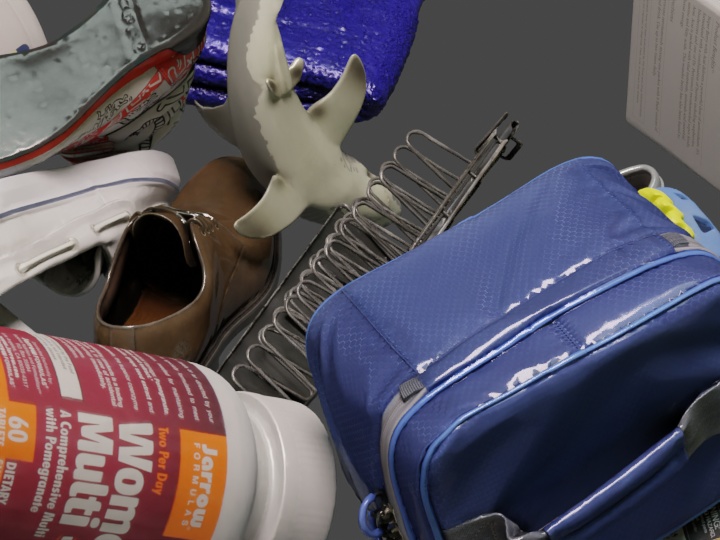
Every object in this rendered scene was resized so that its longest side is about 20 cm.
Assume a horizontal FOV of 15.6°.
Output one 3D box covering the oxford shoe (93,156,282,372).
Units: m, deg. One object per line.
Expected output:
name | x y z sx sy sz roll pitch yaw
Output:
oxford shoe | -0.087 -0.007 1.373 0.073 0.085 0.200 4 38 12

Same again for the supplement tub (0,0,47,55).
supplement tub | -0.280 -0.085 1.422 0.145 0.145 0.200 25 47 27

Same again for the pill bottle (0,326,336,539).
pill bottle | -0.116 0.088 1.148 0.200 0.110 0.110 12 30 -35

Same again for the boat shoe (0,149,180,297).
boat shoe | -0.156 -0.017 1.383 0.074 0.065 0.200 -24 -4 33

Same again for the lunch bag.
lunch bag | 0.079 0.060 1.150 0.200 0.136 0.132 -31 40 -14

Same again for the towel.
towel | -0.035 -0.169 1.587 0.147 0.050 0.200 7 41 11

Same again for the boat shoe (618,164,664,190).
boat shoe | 0.077 0.011 1.359 0.202 0.065 0.074 -26 46 -21

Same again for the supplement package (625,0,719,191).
supplement package | 0.257 -0.101 1.446 0.120 0.121 0.200 -25 46 -26

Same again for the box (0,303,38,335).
box | -0.167 0.085 1.293 0.082 0.049 0.200 -30 48 -30

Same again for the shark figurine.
shark figurine | -0.055 -0.104 1.395 0.128 0.215 0.089 -30 29 -36

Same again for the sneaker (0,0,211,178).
sneaker | -0.166 -0.078 1.395 0.201 0.108 0.067 -35 72 -26

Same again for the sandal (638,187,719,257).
sandal | 0.183 0.045 1.298 0.087 0.080 0.200 2 53 -38

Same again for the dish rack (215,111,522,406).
dish rack | 0.000 0.000 1.279 0.055 0.200 0.153 36 55 -3

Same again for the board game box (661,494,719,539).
board game box | 0.209 0.167 1.142 0.126 0.035 0.200 -17 54 7
